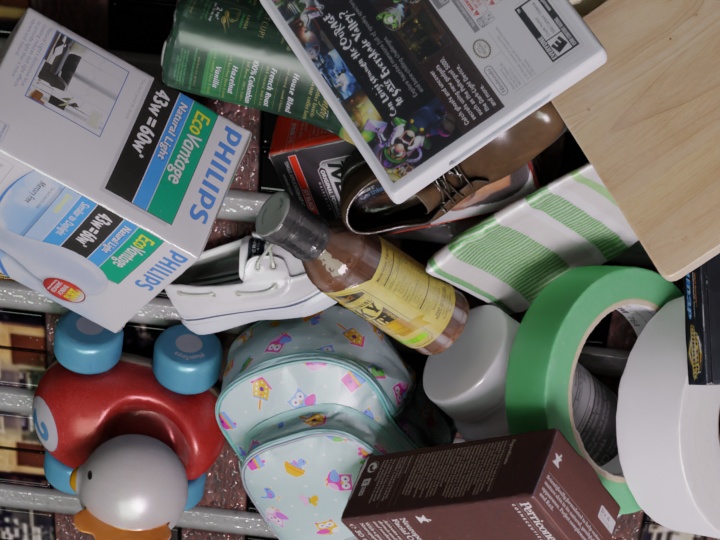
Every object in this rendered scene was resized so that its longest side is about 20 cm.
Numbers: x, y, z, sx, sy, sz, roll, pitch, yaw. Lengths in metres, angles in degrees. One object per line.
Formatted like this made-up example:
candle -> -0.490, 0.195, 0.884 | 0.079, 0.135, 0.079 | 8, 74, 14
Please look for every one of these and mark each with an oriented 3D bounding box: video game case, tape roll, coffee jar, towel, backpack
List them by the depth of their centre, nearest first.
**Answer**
video game case -> 0.049, -0.174, 1.430 | 0.181, 0.201, 0.023 | -34, 156, 2
coffee jar -> -0.045, -0.162, 1.519 | 0.199, 0.105, 0.086 | 17, 134, 0
towel -> 0.166, -0.029, 1.614 | 0.199, 0.024, 0.152 | -28, 150, 25
tape roll -> 0.204, 0.097, 1.635 | 0.048, 0.201, 0.201 | 3, 138, 48
tape roll -> 0.301, 0.120, 1.643 | 0.071, 0.203, 0.203 | 3, 138, 49
backpack -> -0.030, 0.135, 1.732 | 0.175, 0.154, 0.201 | -20, 115, 27

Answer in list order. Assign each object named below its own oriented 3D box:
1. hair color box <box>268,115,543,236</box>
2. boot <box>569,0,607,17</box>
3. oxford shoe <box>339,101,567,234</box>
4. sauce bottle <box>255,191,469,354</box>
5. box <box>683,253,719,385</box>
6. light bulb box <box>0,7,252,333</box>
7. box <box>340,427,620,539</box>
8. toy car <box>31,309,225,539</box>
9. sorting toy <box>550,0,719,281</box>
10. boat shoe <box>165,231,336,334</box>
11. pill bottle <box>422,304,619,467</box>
hair color box -> 0.038, -0.090, 1.601 | 0.199, 0.061, 0.102 | -13, 124, 15
boot -> 0.128, -0.215, 1.481 | 0.199, 0.073, 0.156 | 20, 129, -17
oxford shoe -> 0.073, -0.076, 1.518 | 0.199, 0.085, 0.073 | -28, 117, 23
sauce bottle -> 0.000, 0.000, 1.599 | 0.199, 0.065, 0.065 | 33, 126, -32
box -> 0.350, 0.006, 1.557 | 0.198, 0.046, 0.160 | -1, 88, -11
light bulb box -> -0.223, -0.072, 1.567 | 0.199, 0.125, 0.198 | 29, 151, -14
box -> 0.094, 0.193, 1.587 | 0.199, 0.075, 0.100 | -15, 127, 39
toy car -> -0.213, 0.170, 1.746 | 0.175, 0.201, 0.185 | 11, 128, -1
sorting toy -> 0.257, -0.121, 1.434 | 0.199, 0.200, 0.070 | -34, 159, 10
boat shoe -> -0.079, 0.001, 1.675 | 0.199, 0.074, 0.067 | -21, 131, 23
pill bottle -> 0.152, 0.124, 1.708 | 0.114, 0.114, 0.200 | -34, 123, 29
